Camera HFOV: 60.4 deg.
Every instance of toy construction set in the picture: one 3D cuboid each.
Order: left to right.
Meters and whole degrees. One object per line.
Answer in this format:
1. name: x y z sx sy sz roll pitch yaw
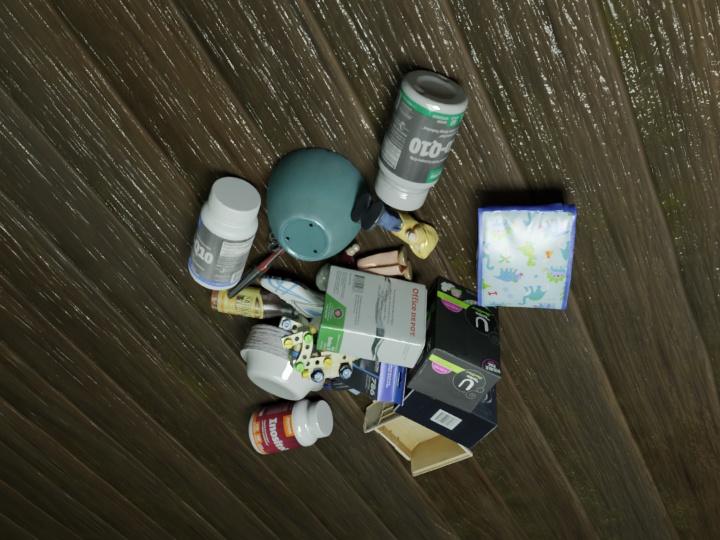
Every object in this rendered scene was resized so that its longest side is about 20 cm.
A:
1. toy construction set: -0.067 0.155 1.247 0.193 0.092 0.136 -1 102 -5

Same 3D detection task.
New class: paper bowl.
1. paper bowl: -0.171 0.211 1.364 0.195 0.106 0.202 19 154 10

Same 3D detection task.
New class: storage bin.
1. storage bin: 0.136 0.384 1.497 0.196 0.095 0.200 -30 118 30

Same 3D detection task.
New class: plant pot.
1. plant pot: -0.088 -0.098 1.123 0.193 0.137 0.204 6 129 7

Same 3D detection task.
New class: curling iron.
1. curling iron: -0.210 -0.011 1.265 0.049 0.026 0.200 30 117 -33

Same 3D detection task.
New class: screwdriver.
1. screwdriver: -0.102 0.281 1.476 0.194 0.028 0.030 -12 97 17

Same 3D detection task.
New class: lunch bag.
1. lunch bag: 0.290 -0.037 1.105 0.164 0.130 0.203 0 139 11

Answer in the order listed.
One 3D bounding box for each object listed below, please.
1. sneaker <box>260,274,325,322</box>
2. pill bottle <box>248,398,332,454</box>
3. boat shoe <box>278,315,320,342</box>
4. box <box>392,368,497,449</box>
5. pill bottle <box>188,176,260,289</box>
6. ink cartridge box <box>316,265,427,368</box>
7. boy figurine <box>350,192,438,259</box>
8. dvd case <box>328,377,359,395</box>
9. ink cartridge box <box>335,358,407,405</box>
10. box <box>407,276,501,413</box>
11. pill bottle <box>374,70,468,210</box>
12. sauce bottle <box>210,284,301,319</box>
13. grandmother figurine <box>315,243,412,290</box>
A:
1. sneaker: -0.122 0.062 1.281 0.195 0.072 0.074 23 92 6
2. pill bottle: -0.173 0.386 1.546 0.195 0.115 0.114 -17 124 23
3. boat shoe: -0.081 0.122 1.344 0.194 0.073 0.063 -9 146 22
4. box: 0.182 0.239 1.313 0.196 0.185 0.105 27 129 -13
5. pill bottle: -0.261 -0.070 1.193 0.111 0.115 0.202 21 129 -7
6. ink cartridge box: 0.023 0.088 1.181 0.194 0.149 0.084 12 139 -3
7. boy figurine: 0.069 -0.079 1.129 0.198 0.124 0.065 24 101 -47
8. dvd case: -0.009 0.205 1.430 0.141 0.018 0.200 33 127 -16
9. ink cartridge box: 0.018 0.205 1.288 0.038 0.103 0.198 3 -175 -38
10. box: 0.186 0.144 1.223 0.145 0.203 0.126 23 130 -8
11. pill bottle: 0.092 -0.208 1.013 0.110 0.115 0.203 16 131 -3
12. sauce bottle: -0.222 0.069 1.331 0.193 0.067 0.067 7 130 5
13. grandmother figurine: 0.000 0.000 1.238 0.194 0.061 0.124 -13 116 17
